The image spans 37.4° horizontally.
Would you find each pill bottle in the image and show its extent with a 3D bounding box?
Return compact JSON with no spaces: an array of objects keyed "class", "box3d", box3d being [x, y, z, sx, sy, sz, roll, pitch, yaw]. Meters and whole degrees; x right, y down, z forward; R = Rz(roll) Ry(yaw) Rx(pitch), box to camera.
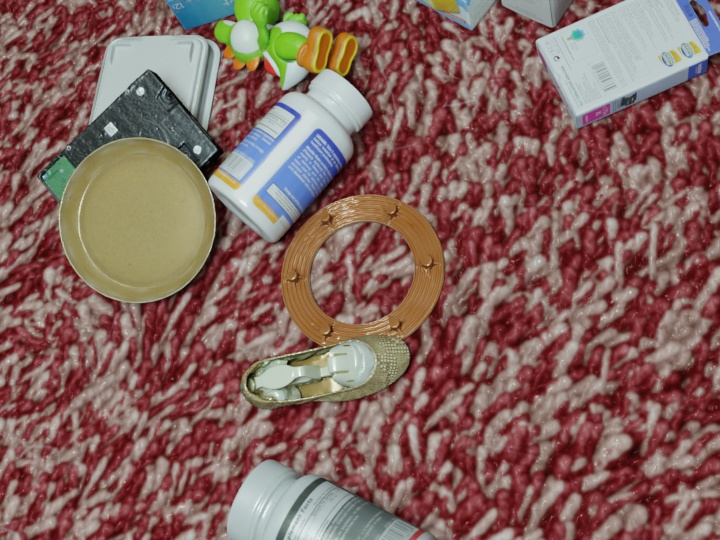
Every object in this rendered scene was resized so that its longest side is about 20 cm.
[{"class":"pill bottle","box3d":[-0.079,-0.142,1.282,0.112,0.112,0.200,38,81,24]},{"class":"pill bottle","box3d":[-0.031,0.283,1.100,0.199,0.114,0.114,23,76,22]}]

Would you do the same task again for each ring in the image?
[{"class":"ring","box3d":[0.000,0.000,1.256,0.199,0.019,0.202,-5,68,13]}]

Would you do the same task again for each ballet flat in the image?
[{"class":"ballet flat","box3d":[-0.043,0.116,1.194,0.199,0.065,0.071,-17,76,9]}]

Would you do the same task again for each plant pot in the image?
[{"class":"plant pot","box3d":[-0.270,-0.061,1.304,0.198,0.027,0.202,0,91,9]}]

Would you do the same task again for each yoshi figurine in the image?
[{"class":"yoshi figurine","box3d":[-0.102,-0.313,1.361,0.199,0.113,0.112,20,54,33]}]

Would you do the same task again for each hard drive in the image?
[{"class":"hard drive","box3d":[-0.289,-0.133,1.337,0.200,0.038,0.140,-43,85,5]}]

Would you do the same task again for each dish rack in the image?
[{"class":"dish rack","box3d":[-0.281,-0.229,1.407,0.170,0.044,0.201,1,69,15]}]

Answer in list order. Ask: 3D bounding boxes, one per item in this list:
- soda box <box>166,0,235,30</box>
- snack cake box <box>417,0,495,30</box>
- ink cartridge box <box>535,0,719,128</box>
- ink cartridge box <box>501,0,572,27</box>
[{"class":"soda box","box3d":[-0.161,-0.395,1.427,0.199,0.068,0.065,-16,65,8]},{"class":"snack cake box","box3d":[0.095,-0.409,1.367,0.199,0.067,0.115,34,81,23]},{"class":"ink cartridge box","box3d":[0.324,-0.262,1.263,0.199,0.042,0.120,-24,65,7]},{"class":"ink cartridge box","box3d":[0.226,-0.412,1.259,0.082,0.200,0.147,30,78,23]}]
